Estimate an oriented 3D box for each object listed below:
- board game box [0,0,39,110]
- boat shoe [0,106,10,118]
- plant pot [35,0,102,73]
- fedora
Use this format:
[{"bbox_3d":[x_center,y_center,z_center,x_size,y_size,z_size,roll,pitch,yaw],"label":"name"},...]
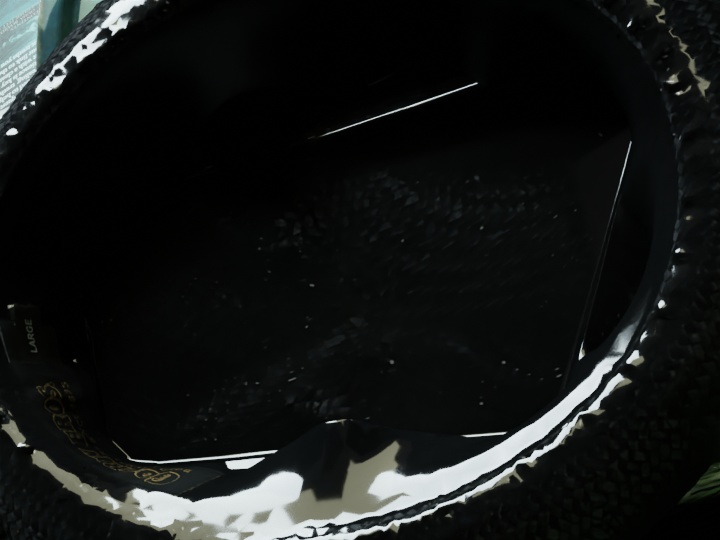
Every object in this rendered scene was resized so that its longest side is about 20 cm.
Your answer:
[{"bbox_3d":[-0.169,-0.007,0.870,0.200,0.028,0.135,-32,39,16],"label":"board game box"},{"bbox_3d":[-0.120,0.043,0.684,0.200,0.069,0.057,-59,9,-5],"label":"boat shoe"},{"bbox_3d":[0.043,-0.031,0.707,0.196,0.200,0.200,-10,3,16],"label":"plant pot"},{"bbox_3d":[0.008,0.009,0.558,0.200,0.201,0.092,-19,-31,17],"label":"fedora"}]
